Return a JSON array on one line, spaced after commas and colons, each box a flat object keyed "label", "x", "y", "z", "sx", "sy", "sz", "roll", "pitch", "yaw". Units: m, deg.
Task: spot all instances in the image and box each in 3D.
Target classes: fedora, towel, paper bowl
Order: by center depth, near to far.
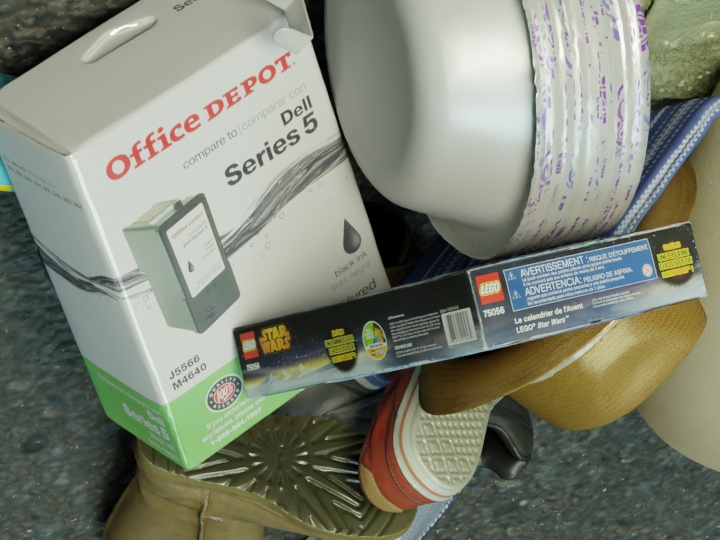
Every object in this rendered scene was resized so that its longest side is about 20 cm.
[{"label": "paper bowl", "x": 0.052, "y": -0.105, "z": 1.431, "sx": 0.104, "sy": 0.201, "sz": 0.201, "roll": -10, "pitch": 144, "yaw": -21}, {"label": "towel", "x": 0.097, "y": -0.022, "z": 1.578, "sx": 0.024, "sy": 0.145, "sz": 0.200, "roll": 47, "pitch": 150, "yaw": -17}, {"label": "fedora", "x": 0.120, "y": 0.025, "z": 1.587, "sx": 0.200, "sy": 0.201, "sz": 0.082, "roll": -39, "pitch": 109, "yaw": 25}, {"label": "towel", "x": 0.239, "y": -0.154, "z": 1.605, "sx": 0.199, "sy": 0.037, "sz": 0.149, "roll": -12, "pitch": 145, "yaw": -11}]

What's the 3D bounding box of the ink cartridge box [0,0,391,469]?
[{"label": "ink cartridge box", "x": -0.081, "y": -0.027, "z": 1.489, "sx": 0.145, "sy": 0.084, "sz": 0.200, "roll": -35, "pitch": 128, "yaw": -22}]

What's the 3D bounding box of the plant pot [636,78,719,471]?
[{"label": "plant pot", "x": 0.239, "y": -0.020, "z": 1.635, "sx": 0.187, "sy": 0.187, "sz": 0.200, "roll": -12, "pitch": 130, "yaw": -11}]

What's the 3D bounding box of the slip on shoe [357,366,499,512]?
[{"label": "slip on shoe", "x": 0.046, "y": 0.064, "z": 1.692, "sx": 0.061, "sy": 0.200, "sz": 0.074, "roll": -31, "pitch": 111, "yaw": 36}]

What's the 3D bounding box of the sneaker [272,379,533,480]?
[{"label": "sneaker", "x": 0.014, "y": 0.091, "z": 1.778, "sx": 0.199, "sy": 0.091, "sz": 0.076, "roll": -5, "pitch": 144, "yaw": -18}]

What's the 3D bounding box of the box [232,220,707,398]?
[{"label": "box", "x": 0.049, "y": 0.020, "z": 1.430, "sx": 0.137, "sy": 0.040, "sz": 0.200, "roll": -11, "pitch": 178, "yaw": -36}]

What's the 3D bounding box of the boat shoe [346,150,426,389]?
[{"label": "boat shoe", "x": 0.000, "y": 0.000, "z": 1.666, "sx": 0.072, "sy": 0.072, "sz": 0.200, "roll": -30, "pitch": 148, "yaw": 2}]

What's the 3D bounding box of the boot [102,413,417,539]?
[{"label": "boot", "x": -0.062, "y": 0.146, "z": 1.770, "sx": 0.175, "sy": 0.066, "sz": 0.200, "roll": 19, "pitch": 153, "yaw": 1}]

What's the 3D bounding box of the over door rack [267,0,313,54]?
[{"label": "over door rack", "x": -0.062, "y": -0.207, "z": 1.347, "sx": 0.200, "sy": 0.067, "sz": 0.148, "roll": 31, "pitch": 123, "yaw": -24}]

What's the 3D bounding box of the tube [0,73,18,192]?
[{"label": "tube", "x": -0.151, "y": -0.065, "z": 1.510, "sx": 0.200, "sy": 0.078, "sz": 0.050, "roll": 9, "pitch": 139, "yaw": -40}]

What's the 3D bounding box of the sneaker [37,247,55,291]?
[{"label": "sneaker", "x": -0.090, "y": 0.012, "z": 1.642, "sx": 0.078, "sy": 0.066, "sz": 0.200, "roll": -31, "pitch": 143, "yaw": 17}]

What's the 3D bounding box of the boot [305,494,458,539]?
[{"label": "boot", "x": 0.007, "y": 0.200, "z": 1.919, "sx": 0.073, "sy": 0.091, "sz": 0.200, "roll": 14, "pitch": 133, "yaw": -39}]
